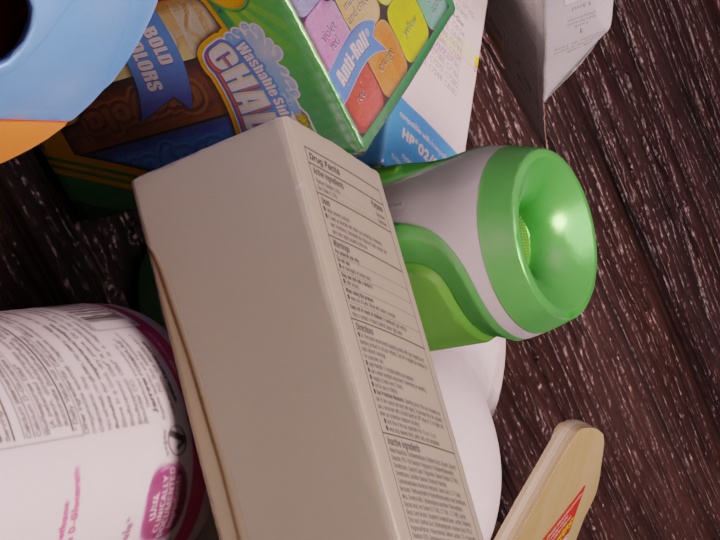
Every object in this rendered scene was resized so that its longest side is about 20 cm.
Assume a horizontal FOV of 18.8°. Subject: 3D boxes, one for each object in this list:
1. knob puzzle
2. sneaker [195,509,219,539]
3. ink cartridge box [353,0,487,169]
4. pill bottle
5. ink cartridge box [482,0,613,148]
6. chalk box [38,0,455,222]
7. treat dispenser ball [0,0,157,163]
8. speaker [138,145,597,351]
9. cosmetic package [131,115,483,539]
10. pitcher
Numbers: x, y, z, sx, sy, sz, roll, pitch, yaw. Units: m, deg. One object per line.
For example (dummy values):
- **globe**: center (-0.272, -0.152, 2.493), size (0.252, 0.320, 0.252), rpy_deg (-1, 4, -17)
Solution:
- **knob puzzle**: center (0.071, 0.154, 1.108), size (0.220, 0.030, 0.220), rpy_deg (-54, 161, -29)
- **sneaker**: center (-0.012, 0.138, 0.919), size (0.200, 0.075, 0.081), rpy_deg (53, 3, -17)
- **ink cartridge box**: center (-0.004, -0.109, 1.062), size (0.068, 0.115, 0.201), rpy_deg (41, 49, -43)
- **pill bottle**: center (-0.152, 0.074, 0.789), size (0.200, 0.113, 0.114), rpy_deg (-5, 86, -56)
- **ink cartridge box**: center (0.078, -0.172, 1.133), size (0.163, 0.050, 0.200), rpy_deg (62, -3, 22)
- **chalk box**: center (-0.046, -0.120, 0.923), size (0.124, 0.199, 0.125), rpy_deg (62, 37, -24)
- **treat dispenser ball**: center (-0.163, -0.130, 0.748), size (0.201, 0.200, 0.202), rpy_deg (21, 64, -53)
- **speaker**: center (0.000, 0.000, 0.960), size (0.088, 0.199, 0.089), rpy_deg (22, 63, -53)
- **cosmetic package**: center (-0.015, 0.054, 0.840), size (0.103, 0.073, 0.201), rpy_deg (27, 44, -65)
- **pitcher**: center (0.016, 0.107, 1.049), size (0.200, 0.121, 0.172), rpy_deg (-62, 147, -59)
